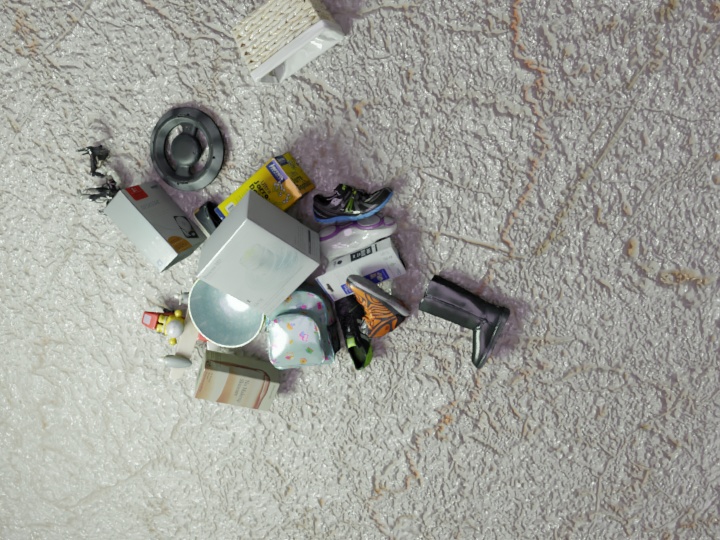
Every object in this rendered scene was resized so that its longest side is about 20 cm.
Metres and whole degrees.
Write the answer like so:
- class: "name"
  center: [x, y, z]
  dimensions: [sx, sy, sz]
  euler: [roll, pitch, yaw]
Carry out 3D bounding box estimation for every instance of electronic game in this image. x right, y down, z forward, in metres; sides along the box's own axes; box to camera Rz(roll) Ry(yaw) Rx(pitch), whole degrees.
- class: "electronic game"
  center: [-0.422, -0.294, 1.449]
  dimensions: [0.198, 0.042, 0.202]
  euler: [2, 100, 13]

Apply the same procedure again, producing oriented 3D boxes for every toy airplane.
- class: "toy airplane"
  center: [-0.453, 0.156, 1.548]
  dimensions: [0.198, 0.141, 0.201]
  euler: [-29, 85, 1]

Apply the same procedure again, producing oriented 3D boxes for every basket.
- class: "basket"
  center: [-0.156, -0.505, 1.270]
  dimensions: [0.199, 0.136, 0.124]
  euler: [-27, 96, 20]

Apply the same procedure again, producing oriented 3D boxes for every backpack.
- class: "backpack"
  center: [-0.149, 0.136, 1.465]
  dimensions: [0.174, 0.153, 0.202]
  euler: [-6, 95, 11]

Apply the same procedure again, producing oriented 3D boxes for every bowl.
- class: "bowl"
  center: [-0.321, 0.081, 1.508]
  dimensions: [0.198, 0.108, 0.202]
  euler: [3, 106, 11]

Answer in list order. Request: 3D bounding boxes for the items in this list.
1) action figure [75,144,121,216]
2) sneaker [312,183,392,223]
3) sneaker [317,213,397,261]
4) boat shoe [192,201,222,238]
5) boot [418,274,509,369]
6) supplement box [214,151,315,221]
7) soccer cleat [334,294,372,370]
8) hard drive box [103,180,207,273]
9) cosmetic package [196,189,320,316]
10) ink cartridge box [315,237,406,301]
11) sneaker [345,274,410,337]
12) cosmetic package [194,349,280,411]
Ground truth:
- class: "action figure"
  center: [-0.654, -0.205, 1.498]
  dimensions: [0.101, 0.119, 0.202]
  euler: [-18, 98, -16]
- class: "sneaker"
  center: [-0.023, -0.162, 1.379]
  dimensions: [0.198, 0.071, 0.083]
  euler: [-9, 112, 19]
- class: "sneaker"
  center: [-0.004, -0.075, 1.416]
  dimensions: [0.198, 0.075, 0.100]
  euler: [-13, 127, 15]
- class: "boat shoe"
  center: [-0.332, -0.090, 1.478]
  dimensions: [0.200, 0.075, 0.062]
  euler: [48, 118, 1]
- class: "boot"
  center: [0.228, 0.122, 1.413]
  dimensions: [0.199, 0.066, 0.166]
  euler: [23, 103, 2]
- class: "supplement box"
  center: [-0.224, -0.170, 1.405]
  dimensions: [0.199, 0.109, 0.110]
  euler: [-36, 97, 21]
- class: "soccer cleat"
  center: [-0.017, 0.149, 1.472]
  dimensions: [0.067, 0.081, 0.202]
  euler: [-15, 101, 17]
- class: "hard drive box"
  center: [-0.500, -0.112, 1.467]
  dimensions: [0.077, 0.156, 0.200]
  euler: [-40, 96, 21]
- class: "cosmetic package"
  center: [-0.228, -0.035, 1.343]
  dimensions: [0.199, 0.123, 0.199]
  euler: [33, 119, -26]
- class: "ink cartridge box"
  center: [0.000, 0.000, 1.412]
  dimensions: [0.199, 0.039, 0.100]
  euler: [-22, 134, 11]
- class: "sneaker"
  center: [0.022, 0.095, 1.406]
  dimensions: [0.199, 0.078, 0.112]
  euler: [34, 101, -30]
- class: "cosmetic package"
  center: [-0.319, 0.287, 1.546]
  dimensions: [0.198, 0.087, 0.104]
  euler: [14, 113, -20]
